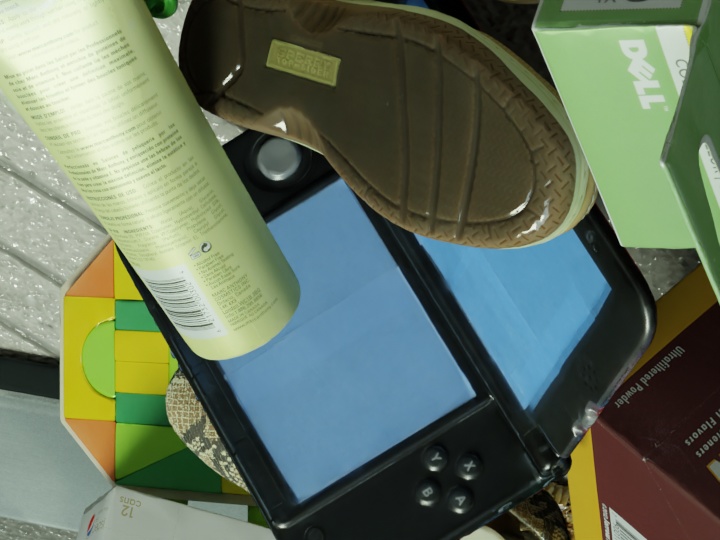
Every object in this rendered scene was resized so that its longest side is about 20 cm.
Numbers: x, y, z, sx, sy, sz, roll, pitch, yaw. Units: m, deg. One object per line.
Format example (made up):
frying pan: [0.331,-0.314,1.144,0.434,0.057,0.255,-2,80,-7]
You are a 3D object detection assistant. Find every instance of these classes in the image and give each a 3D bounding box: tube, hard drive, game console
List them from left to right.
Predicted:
hard drive: [-0.144,0.105,1.270,0.199,0.033,0.140,8,144,18]
tube: [-0.085,-0.053,0.833,0.052,0.058,0.200,24,153,50]
game console: [0.000,0.000,0.887,0.172,0.201,0.119,-31,158,0]

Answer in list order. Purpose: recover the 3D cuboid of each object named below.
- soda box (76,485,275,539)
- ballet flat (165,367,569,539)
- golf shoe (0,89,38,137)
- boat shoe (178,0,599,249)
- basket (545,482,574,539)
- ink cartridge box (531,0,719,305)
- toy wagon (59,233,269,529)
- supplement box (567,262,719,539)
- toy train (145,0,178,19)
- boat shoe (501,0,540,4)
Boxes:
soda box: [-0.033,0.159,1.028,0.199,0.069,0.064,17,160,-15]
ballet flat: [0.012,0.093,0.967,0.199,0.075,0.068,27,102,-19]
golf shoe: [-0.150,-0.123,0.857,0.091,0.075,0.200,29,157,36]
boat shoe: [0.022,-0.062,0.811,0.076,0.072,0.200,4,-159,-44]
basket: [0.034,0.178,1.250,0.143,0.149,0.201,40,160,35]
ink cartridge box: [0.106,-0.075,0.731,0.059,0.201,0.104,0,141,26]
toy wagon: [-0.047,0.040,1.032,0.199,0.156,0.040,2,-176,26]
supplement box: [0.202,0.119,0.936,0.200,0.133,0.198,40,158,32]
toy train: [-0.093,-0.128,0.915,0.056,0.042,0.200,46,140,-17]
boat shoe: [-0.013,-0.135,0.808,0.199,0.074,0.067,13,137,-1]
